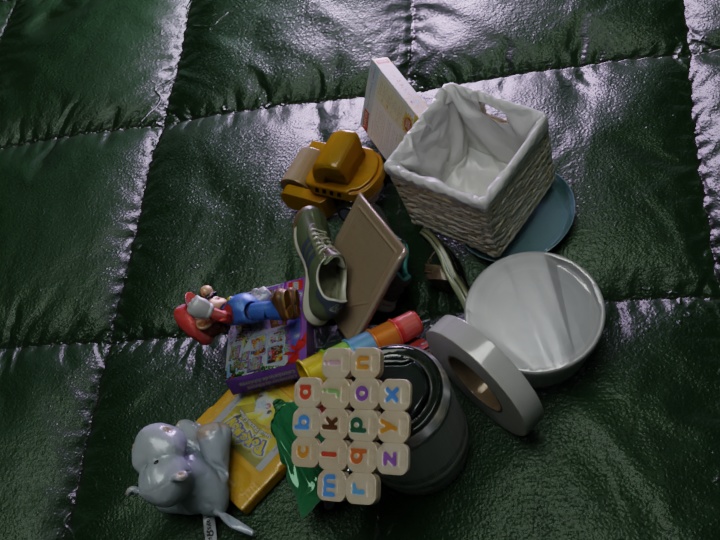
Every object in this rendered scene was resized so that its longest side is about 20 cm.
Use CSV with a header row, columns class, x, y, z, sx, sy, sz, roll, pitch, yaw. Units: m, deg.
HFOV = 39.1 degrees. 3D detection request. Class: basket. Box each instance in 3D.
class,x,y,z,sx,sy,sz,roll,pitch,yaw
basket,0.182,-0.162,1.624,0.198,0.161,0.200,25,69,31

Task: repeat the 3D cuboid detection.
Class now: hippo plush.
class,x,y,z,sx,sy,sz,roll,pitch,yaw
hippo plush,-0.278,0.306,1.476,0.159,0.161,0.201,-24,65,24

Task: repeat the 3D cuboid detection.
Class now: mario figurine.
class,x,y,z,sx,sy,sz,roll,pitch,yaw
mario figurine,-0.203,0.048,1.605,0.199,0.124,0.106,-9,53,12

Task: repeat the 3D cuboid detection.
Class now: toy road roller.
class,x,y,z,sx,sy,sz,roll,pitch,yaw
toy road roller,-0.051,-0.177,1.756,0.199,0.146,0.123,15,63,27

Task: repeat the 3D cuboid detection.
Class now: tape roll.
class,x,y,z,sx,sy,sz,roll,pitch,yaw
tape roll,0.172,0.148,1.423,0.037,0.203,0.203,-42,54,-13

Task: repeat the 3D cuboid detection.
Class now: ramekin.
class,x,y,z,sx,sy,sz,roll,pitch,yaw
ramekin,0.257,0.079,1.493,0.202,0.094,0.203,-5,60,8

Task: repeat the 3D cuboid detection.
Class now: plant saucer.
class,x,y,z,sx,sy,sz,roll,pitch,yaw
plant saucer,0.254,-0.090,1.667,0.199,0.027,0.201,-9,55,13

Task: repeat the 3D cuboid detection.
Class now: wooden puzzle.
class,x,y,z,sx,sy,sz,roll,pitch,yaw
wooden puzzle,0.000,0.000,1.616,0.185,0.037,0.200,-61,34,21

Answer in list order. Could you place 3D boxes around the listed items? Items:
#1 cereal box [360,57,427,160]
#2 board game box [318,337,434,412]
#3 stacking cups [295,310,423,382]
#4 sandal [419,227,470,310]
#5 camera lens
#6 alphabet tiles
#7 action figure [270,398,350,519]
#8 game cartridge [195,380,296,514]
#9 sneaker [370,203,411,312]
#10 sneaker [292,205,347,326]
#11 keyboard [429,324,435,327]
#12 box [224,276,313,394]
class,x,y,z,sx,sy,sz,roll,pitch,yaw
cereal box,0.065,-0.259,1.777,0.039,0.144,0.200,-12,49,-23
board game box,0.014,0.157,1.527,0.200,0.019,0.103,-28,8,-13
stacking cups,0.001,0.120,1.539,0.200,0.061,0.061,-26,51,-19
sandal,0.133,0.009,1.613,0.057,0.080,0.201,-33,52,13
camera lens,0.063,0.211,1.418,0.159,0.200,0.160,-9,54,13
alphabet tiles,-0.012,0.201,1.324,0.195,0.015,0.201,-5,79,38
action figure,-0.080,0.257,1.491,0.118,0.055,0.200,-38,49,-1
game cartridge,-0.165,0.251,1.576,0.176,0.032,0.200,34,71,34
sneaker,0.045,-0.034,1.651,0.091,0.077,0.201,-47,44,44
sneaker,-0.054,-0.018,1.611,0.090,0.067,0.201,-31,60,53
keyboard,0.180,0.146,1.511,0.011,0.056,0.200,-44,54,-9
box,-0.145,0.103,1.637,0.136,0.039,0.200,-15,39,10
